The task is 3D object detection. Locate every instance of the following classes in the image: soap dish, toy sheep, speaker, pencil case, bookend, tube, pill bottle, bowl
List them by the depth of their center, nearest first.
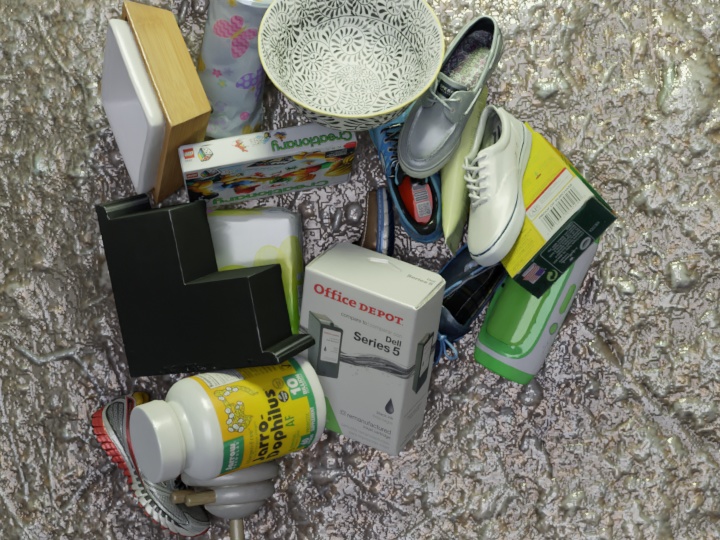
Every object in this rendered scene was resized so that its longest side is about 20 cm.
[{"bbox_3d":[-0.012,-0.221,1.250,0.198,0.094,0.203,1,61,-2],"label":"bowl"},{"bbox_3d":[-0.147,0.164,1.257,0.198,0.112,0.114,-13,94,-33],"label":"pill bottle"},{"bbox_3d":[-0.173,0.006,1.273,0.197,0.092,0.202,-8,98,26],"label":"bookend"},{"bbox_3d":[-0.235,-0.190,1.307,0.081,0.200,0.159,-18,75,-20],"label":"soap dish"},{"bbox_3d":[-0.141,-0.245,1.314,0.090,0.084,0.201,10,129,-9],"label":"pencil case"},{"bbox_3d":[0.114,-0.121,1.336,0.058,0.052,0.202,13,78,-34],"label":"tube"},{"bbox_3d":[0.207,0.029,1.348,0.088,0.088,0.202,25,96,2],"label":"speaker"},{"bbox_3d":[-0.160,0.226,1.368,0.136,0.138,0.203,-3,89,5],"label":"toy sheep"}]

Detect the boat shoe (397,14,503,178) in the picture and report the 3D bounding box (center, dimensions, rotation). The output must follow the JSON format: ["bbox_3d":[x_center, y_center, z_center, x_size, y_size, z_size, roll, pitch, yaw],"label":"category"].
[{"bbox_3d":[0.099,-0.202,1.290,0.070,0.072,0.202,27,80,14],"label":"boat shoe"}]

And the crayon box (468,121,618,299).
[{"bbox_3d":[0.197,-0.074,1.301,0.051,0.201,0.127,34,108,-30],"label":"crayon box"}]

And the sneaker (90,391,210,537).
[{"bbox_3d":[-0.246,0.239,1.401,0.082,0.078,0.201,-35,91,6],"label":"sneaker"}]

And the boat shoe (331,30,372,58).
[{"bbox_3d":[-0.050,-0.297,1.349,0.201,0.086,0.075,37,119,-2],"label":"boat shoe"}]

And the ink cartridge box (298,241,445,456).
[{"bbox_3d":[0.006,0.088,1.306,0.144,0.084,0.202,19,121,22],"label":"ink cartridge box"}]

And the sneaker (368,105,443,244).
[{"bbox_3d":[0.060,-0.130,1.345,0.078,0.090,0.202,-20,92,6],"label":"sneaker"}]

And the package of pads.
[{"bbox_3d":[-0.167,0.002,1.384,0.198,0.068,0.156,-1,95,4],"label":"package of pads"}]

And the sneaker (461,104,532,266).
[{"bbox_3d":[0.142,-0.098,1.282,0.071,0.202,0.073,35,139,-30],"label":"sneaker"}]

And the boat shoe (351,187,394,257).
[{"bbox_3d":[0.000,0.000,1.368,0.072,0.072,0.202,5,95,8],"label":"boat shoe"}]

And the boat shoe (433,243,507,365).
[{"bbox_3d":[0.098,0.049,1.352,0.084,0.069,0.201,29,98,-30],"label":"boat shoe"}]

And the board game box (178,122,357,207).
[{"bbox_3d":[-0.107,-0.122,1.320,0.198,0.126,0.035,-11,75,-7],"label":"board game box"}]
